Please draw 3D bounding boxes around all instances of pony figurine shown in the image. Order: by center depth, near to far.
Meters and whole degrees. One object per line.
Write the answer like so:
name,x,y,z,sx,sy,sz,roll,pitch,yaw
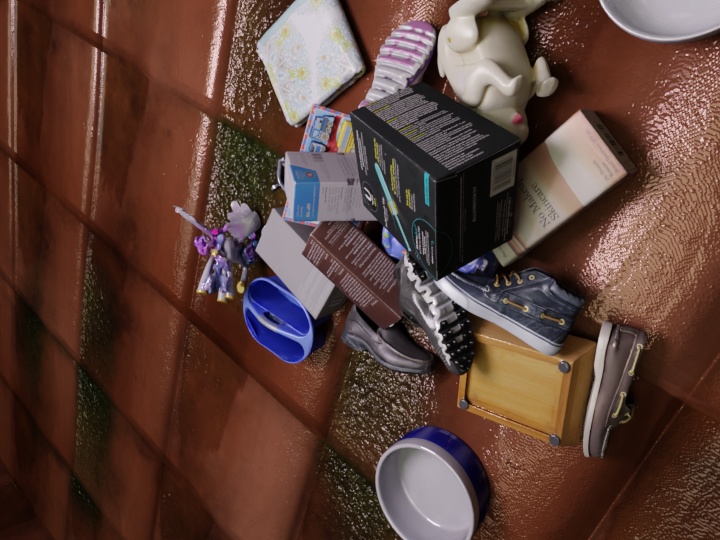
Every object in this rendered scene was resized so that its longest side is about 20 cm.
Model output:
pony figurine,-0.267,-0.049,1.060,0.161,0.193,0.207,5,79,10

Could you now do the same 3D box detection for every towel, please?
towel,-0.091,-0.379,0.959,0.197,0.048,0.176,-26,87,38

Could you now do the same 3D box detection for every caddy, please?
caddy,-0.154,0.095,1.080,0.197,0.104,0.146,28,115,30

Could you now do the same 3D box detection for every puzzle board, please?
puzzle board,-0.039,-0.162,0.918,0.018,0.146,0.205,-113,39,-56

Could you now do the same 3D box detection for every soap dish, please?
soap dish,0.238,0.161,0.811,0.195,0.080,0.163,14,109,33

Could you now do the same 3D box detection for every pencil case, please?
pencil case,0.121,-0.034,0.853,0.196,0.088,0.079,25,156,31

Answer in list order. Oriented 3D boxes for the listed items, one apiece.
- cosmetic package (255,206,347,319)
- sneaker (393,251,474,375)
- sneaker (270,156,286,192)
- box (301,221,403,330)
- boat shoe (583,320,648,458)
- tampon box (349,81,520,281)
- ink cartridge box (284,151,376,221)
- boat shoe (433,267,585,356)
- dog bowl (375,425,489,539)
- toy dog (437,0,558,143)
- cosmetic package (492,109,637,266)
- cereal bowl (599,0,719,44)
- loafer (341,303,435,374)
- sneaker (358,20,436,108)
cosmetic package,-0.102,-0.020,1.029,0.201,0.089,0.108,49,125,21
sneaker,0.106,0.062,0.815,0.090,0.065,0.205,-35,76,58
sneaker,-0.075,-0.184,0.948,0.197,0.112,0.077,-29,83,39
box,0.000,0.000,0.902,0.200,0.075,0.100,44,158,0
boat shoe,0.346,0.171,0.738,0.058,0.071,0.207,10,108,26
tampon box,0.091,-0.122,0.699,0.201,0.124,0.153,50,158,43
ink cartridge box,-0.019,-0.135,0.860,0.117,0.193,0.068,-113,26,-53
boat shoe,0.203,0.026,0.741,0.196,0.071,0.093,29,108,9
dog bowl,0.126,0.387,0.953,0.195,0.078,0.207,10,106,35
toy dog,0.169,-0.248,0.735,0.191,0.137,0.207,-2,100,50
cosmetic package,0.253,-0.108,0.730,0.200,0.086,0.105,-44,75,36
cereal bowl,0.364,-0.354,0.589,0.195,0.082,0.207,10,107,35
loafer,0.048,0.121,0.956,0.196,0.072,0.075,20,108,31
sneaker,0.061,-0.285,0.847,0.079,0.088,0.205,29,95,28
